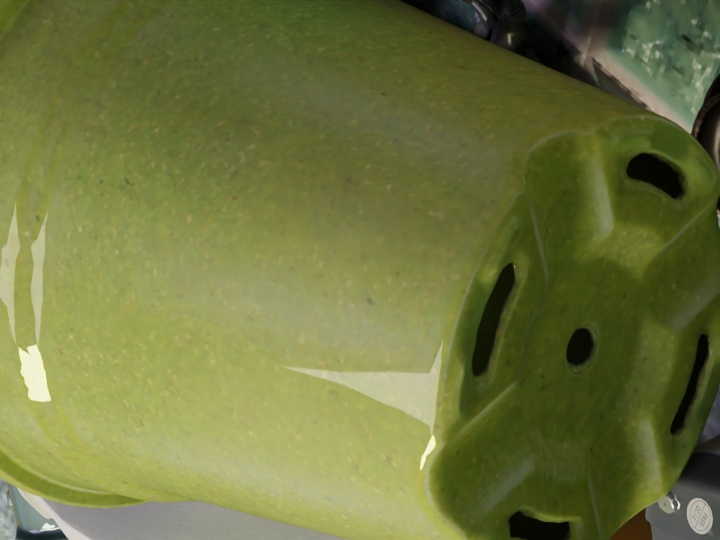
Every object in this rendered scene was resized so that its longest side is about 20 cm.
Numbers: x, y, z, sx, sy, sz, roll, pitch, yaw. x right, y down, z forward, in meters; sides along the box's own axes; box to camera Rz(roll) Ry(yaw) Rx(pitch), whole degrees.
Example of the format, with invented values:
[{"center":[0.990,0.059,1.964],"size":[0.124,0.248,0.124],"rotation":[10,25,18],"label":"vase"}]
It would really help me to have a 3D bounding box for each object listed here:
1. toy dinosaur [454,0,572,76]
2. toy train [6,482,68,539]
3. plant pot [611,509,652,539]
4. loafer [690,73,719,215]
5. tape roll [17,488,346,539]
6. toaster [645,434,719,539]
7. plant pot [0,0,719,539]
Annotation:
[{"center":[0.058,-0.061,0.804],"size":[0.200,0.047,0.088],"rotation":[43,160,31],"label":"toy dinosaur"},{"center":[-0.149,0.082,1.145],"size":[0.114,0.085,0.201],"rotation":[-101,2,-66],"label":"toy train"},{"center":[0.064,0.150,0.836],"size":[0.182,0.200,0.202],"rotation":[6,119,36],"label":"plant pot"},{"center":[0.166,-0.011,0.658],"size":[0.200,0.071,0.073],"rotation":[29,135,42],"label":"loafer"},{"center":[-0.034,0.028,0.816],"size":[0.203,0.203,0.037],"rotation":[40,165,33],"label":"tape roll"},{"center":[0.188,0.098,0.651],"size":[0.199,0.129,0.114],"rotation":[24,132,47],"label":"toaster"},{"center":[0.000,0.000,0.656],"size":[0.184,0.200,0.202],"rotation":[19,128,41],"label":"plant pot"}]
